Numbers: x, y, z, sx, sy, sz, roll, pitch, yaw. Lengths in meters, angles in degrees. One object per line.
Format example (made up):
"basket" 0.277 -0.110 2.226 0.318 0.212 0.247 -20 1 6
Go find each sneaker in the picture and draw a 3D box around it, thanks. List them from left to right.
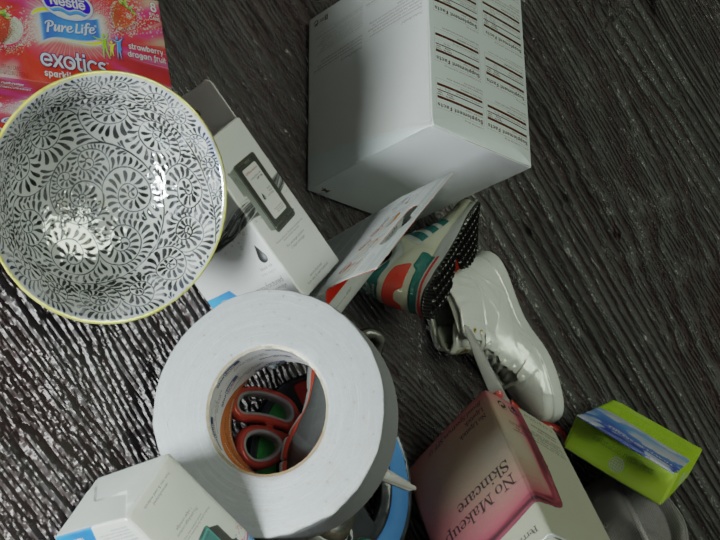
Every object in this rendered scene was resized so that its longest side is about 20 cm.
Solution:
"sneaker" -0.016 0.136 1.121 0.076 0.082 0.203 19 60 -26
"sneaker" 0.063 -0.024 1.347 0.200 0.092 0.071 -54 151 -52
"sneaker" 0.135 0.088 1.388 0.115 0.073 0.202 -21 81 -41

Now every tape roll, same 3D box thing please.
"tape roll" -0.070 0.121 1.075 0.066 0.197 0.204 50 31 -71

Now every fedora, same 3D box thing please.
"fedora" 0.292 0.291 1.386 0.175 0.090 0.201 27 33 -23

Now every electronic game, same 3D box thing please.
"electronic game" -0.027 0.195 1.205 0.198 0.041 0.203 18 63 -37

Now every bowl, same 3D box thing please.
"bowl" -0.217 -0.063 1.070 0.198 0.094 0.204 -4 99 -24

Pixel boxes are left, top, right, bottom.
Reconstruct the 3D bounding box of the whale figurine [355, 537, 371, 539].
"whale figurine" 0.052 0.330 1.167 0.201 0.103 0.160 56 44 -27

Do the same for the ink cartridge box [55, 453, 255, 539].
"ink cartridge box" -0.132 0.247 1.032 0.200 0.115 0.068 49 48 -18

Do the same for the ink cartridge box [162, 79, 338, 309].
"ink cartridge box" -0.125 -0.055 1.160 0.201 0.115 0.068 55 45 -11

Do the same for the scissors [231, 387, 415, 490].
"scissors" -0.031 0.153 1.172 0.197 0.014 0.074 14 60 -29

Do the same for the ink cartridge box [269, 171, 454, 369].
"ink cartridge box" 0.000 0.000 1.196 0.047 0.199 0.160 51 47 -12

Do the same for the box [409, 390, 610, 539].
"box" 0.141 0.237 1.227 0.108 0.128 0.201 31 21 -30

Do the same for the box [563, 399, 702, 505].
"box" 0.299 0.196 1.413 0.121 0.048 0.199 29 11 20

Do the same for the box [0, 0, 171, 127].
"box" -0.268 -0.181 1.089 0.198 0.095 0.101 3 70 -42

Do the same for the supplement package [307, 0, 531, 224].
"supplement package" 0.057 -0.184 1.330 0.146 0.190 0.203 17 63 -38

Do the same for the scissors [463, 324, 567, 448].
"scissors" 0.145 0.144 1.367 0.200 0.073 0.014 47 19 -23
